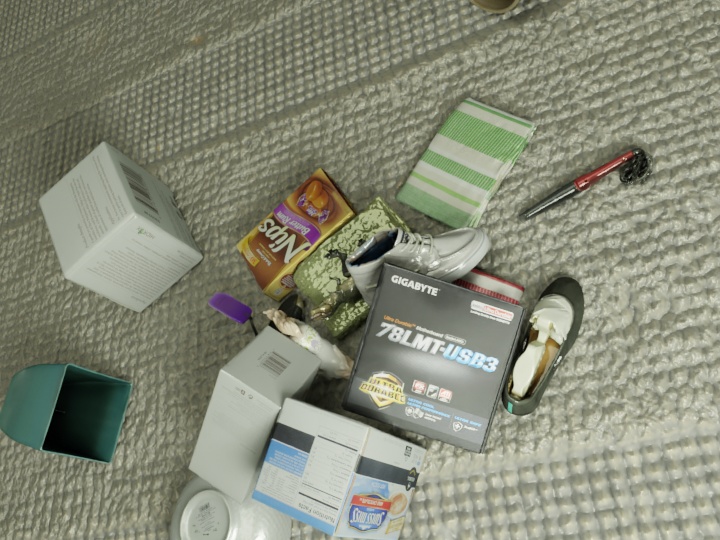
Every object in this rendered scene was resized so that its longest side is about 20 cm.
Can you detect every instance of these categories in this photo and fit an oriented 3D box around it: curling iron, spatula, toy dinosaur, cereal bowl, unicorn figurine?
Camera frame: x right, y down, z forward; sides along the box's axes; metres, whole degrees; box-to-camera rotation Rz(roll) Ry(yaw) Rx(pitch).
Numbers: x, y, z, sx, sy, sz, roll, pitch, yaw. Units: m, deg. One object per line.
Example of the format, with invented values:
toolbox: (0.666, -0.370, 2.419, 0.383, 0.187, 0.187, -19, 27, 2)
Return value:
curling iron: (0.315, -0.116, 1.013, 0.198, 0.026, 0.050, -23, 58, 19)
spatula: (-0.148, 0.104, 1.092, 0.020, 0.057, 0.200, -40, 99, 20)
toy dinosaur: (0.000, 0.000, 1.067, 0.198, 0.089, 0.048, -28, 23, 8)
cereal bowl: (-0.204, 0.377, 1.058, 0.197, 0.083, 0.203, -11, 66, 25)
unicorn figurine: (-0.048, 0.121, 1.061, 0.137, 0.198, 0.075, 4, 75, 58)

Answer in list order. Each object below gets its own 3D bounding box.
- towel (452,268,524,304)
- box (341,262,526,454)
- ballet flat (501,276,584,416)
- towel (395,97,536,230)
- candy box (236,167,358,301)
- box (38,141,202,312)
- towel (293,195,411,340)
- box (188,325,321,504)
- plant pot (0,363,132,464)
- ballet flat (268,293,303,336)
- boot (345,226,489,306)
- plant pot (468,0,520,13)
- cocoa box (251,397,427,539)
towel: (0.131, 0.090, 1.016, 0.142, 0.023, 0.202, 21, 80, 21)
box: (0.095, 0.113, 0.948, 0.197, 0.050, 0.202, 18, 94, 2)
ballet flat: (0.241, 0.095, 0.942, 0.067, 0.068, 0.203, 19, 80, 26)
towel: (0.164, -0.165, 1.120, 0.152, 0.023, 0.202, 32, 88, 35)
candy box: (-0.102, -0.059, 1.198, 0.200, 0.056, 0.117, -42, 57, 8)
box: (-0.429, -0.073, 1.294, 0.171, 0.200, 0.200, -38, 58, 6)
towel: (0.001, -0.003, 1.121, 0.199, 0.036, 0.149, -41, 67, 8)
box: (-0.149, 0.202, 1.008, 0.097, 0.124, 0.202, 29, 122, 10)
plant pot: (-0.532, 0.245, 1.260, 0.197, 0.141, 0.144, -2, 68, 35)
ballet flat: (-0.128, 0.134, 1.147, 0.066, 0.056, 0.203, -12, 56, 54)
boot: (0.078, -0.024, 0.999, 0.198, 0.096, 0.074, -29, 40, 6)
plant pot: (0.240, -0.552, 1.153, 0.173, 0.201, 0.199, -42, 55, -13)
cocoa box: (-0.021, 0.263, 0.935, 0.132, 0.200, 0.133, 12, 76, 30)
